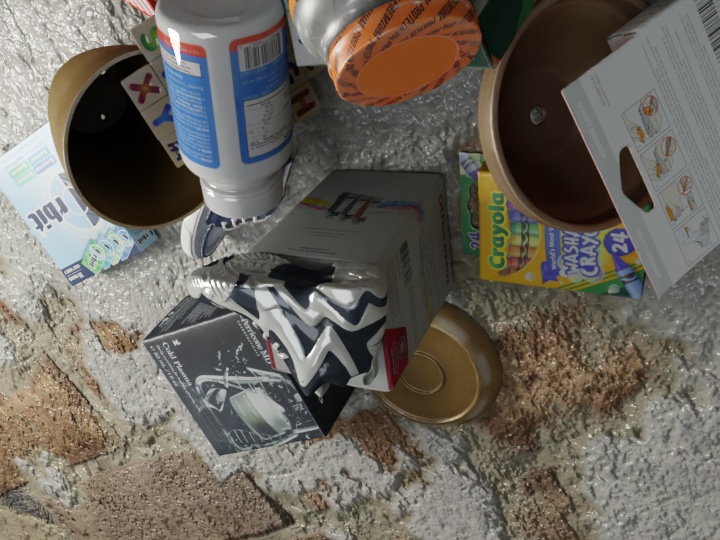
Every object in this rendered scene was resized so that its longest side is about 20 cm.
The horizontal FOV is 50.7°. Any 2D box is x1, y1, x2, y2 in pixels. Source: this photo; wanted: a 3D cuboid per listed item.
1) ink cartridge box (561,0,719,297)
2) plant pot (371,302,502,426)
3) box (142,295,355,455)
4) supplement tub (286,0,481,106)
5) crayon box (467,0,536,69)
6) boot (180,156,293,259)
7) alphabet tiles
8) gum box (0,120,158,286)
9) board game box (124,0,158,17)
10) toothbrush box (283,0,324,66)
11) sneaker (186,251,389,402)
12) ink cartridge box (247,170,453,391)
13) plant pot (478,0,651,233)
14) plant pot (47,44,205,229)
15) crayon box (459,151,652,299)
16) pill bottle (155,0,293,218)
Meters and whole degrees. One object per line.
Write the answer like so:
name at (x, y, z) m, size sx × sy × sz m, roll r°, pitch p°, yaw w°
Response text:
ink cartridge box at (0.259, -0.109, 0.633) m, size 0.201 × 0.173 × 0.043 m, roll 58°, pitch 168°, yaw -18°
plant pot at (0.078, 0.123, 0.956) m, size 0.197 × 0.028 × 0.203 m, roll 12°, pitch 124°, yaw 19°
box at (-0.142, 0.120, 1.003) m, size 0.195 × 0.124 × 0.202 m, roll -18°, pitch 111°, yaw 32°
supplement tub at (0.001, -0.218, 0.484) m, size 0.122 × 0.122 × 0.203 m, roll -28°, pitch 73°, yaw 36°
crayon box at (0.087, -0.246, 0.593) m, size 0.126 × 0.201 × 0.051 m, roll 15°, pitch 154°, yaw 39°
boot at (-0.150, -0.074, 0.911) m, size 0.090 × 0.073 × 0.201 m, roll 34°, pitch 128°, yaw 10°
alphabet tiles at (-0.129, -0.199, 0.762) m, size 0.168 × 0.199 × 0.006 m, roll 60°, pitch 168°, yaw -31°
gum box at (-0.395, -0.093, 1.039) m, size 0.168 × 0.045 × 0.202 m, roll -20°, pitch 109°, yaw 34°
board game box at (-0.264, -0.338, 0.726) m, size 0.151 × 0.047 × 0.200 m, roll 34°, pitch 173°, yaw 15°
toothbrush box at (-0.010, -0.297, 0.654) m, size 0.084 × 0.147 × 0.203 m, roll 4°, pitch 121°, yaw 23°
sneaker at (-0.066, 0.058, 0.695) m, size 0.196 × 0.080 × 0.132 m, roll 2°, pitch 111°, yaw 16°
ink cartridge box at (0.000, 0.000, 0.806) m, size 0.143 × 0.200 × 0.147 m, roll 6°, pitch 122°, yaw 25°
plant pot at (0.178, -0.138, 0.669) m, size 0.203 × 0.200 × 0.093 m, roll 61°, pitch 165°, yaw -18°
plant pot at (-0.265, -0.170, 0.840) m, size 0.199 × 0.185 × 0.189 m, roll 35°, pitch 138°, yaw 45°
crayon box at (0.191, -0.048, 0.775) m, size 0.197 × 0.052 × 0.127 m, roll 7°, pitch 123°, yaw 23°
pill bottle at (-0.119, -0.152, 0.701) m, size 0.111 × 0.113 × 0.202 m, roll 16°, pitch 134°, yaw 16°
